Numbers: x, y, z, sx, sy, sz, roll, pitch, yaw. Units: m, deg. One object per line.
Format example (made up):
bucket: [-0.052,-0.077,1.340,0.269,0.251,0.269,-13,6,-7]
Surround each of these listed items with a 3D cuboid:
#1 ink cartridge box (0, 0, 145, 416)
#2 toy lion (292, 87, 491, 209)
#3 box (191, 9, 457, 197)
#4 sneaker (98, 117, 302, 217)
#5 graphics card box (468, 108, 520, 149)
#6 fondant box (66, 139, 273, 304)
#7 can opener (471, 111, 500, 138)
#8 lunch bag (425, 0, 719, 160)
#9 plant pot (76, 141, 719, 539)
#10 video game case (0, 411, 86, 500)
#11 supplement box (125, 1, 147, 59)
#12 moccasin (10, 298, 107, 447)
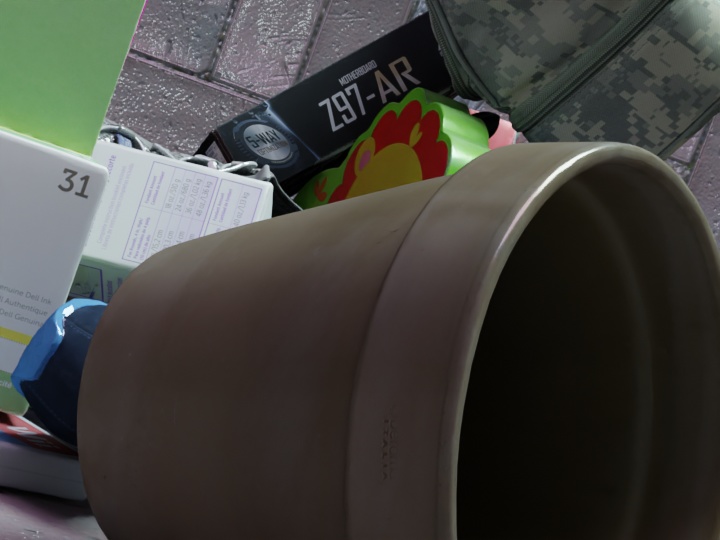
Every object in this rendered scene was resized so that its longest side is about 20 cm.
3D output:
ink cartridge box: [-0.165,-0.062,1.007,0.145,0.200,0.048,19,4,-17]
toy lion: [0.000,0.000,1.326,0.069,0.192,0.200,19,4,-24]
box: [-0.016,-0.082,1.471,0.044,0.160,0.200,60,-11,0]
sneaker: [-0.078,-0.035,1.220,0.200,0.082,0.075,28,42,-35]
graphics card box: [0.033,-0.005,1.561,0.051,0.126,0.200,19,-20,-5]
fondant box: [-0.140,-0.007,1.127,0.200,0.058,0.144,13,-25,2]
can opener: [-0.001,-0.023,1.444,0.200,0.063,0.079,-24,2,18]
lunch bag: [0.114,-0.148,1.333,0.168,0.139,0.200,47,24,-6]
plant pot: [0.007,0.054,0.883,0.173,0.200,0.200,3,-6,32]
video game case: [-0.213,0.039,0.980,0.200,0.017,0.143,17,5,-43]
supplement box: [-0.193,-0.072,1.266,0.101,0.200,0.103,23,3,22]
moccasin: [-0.057,0.065,1.041,0.068,0.081,0.200,38,16,32]
